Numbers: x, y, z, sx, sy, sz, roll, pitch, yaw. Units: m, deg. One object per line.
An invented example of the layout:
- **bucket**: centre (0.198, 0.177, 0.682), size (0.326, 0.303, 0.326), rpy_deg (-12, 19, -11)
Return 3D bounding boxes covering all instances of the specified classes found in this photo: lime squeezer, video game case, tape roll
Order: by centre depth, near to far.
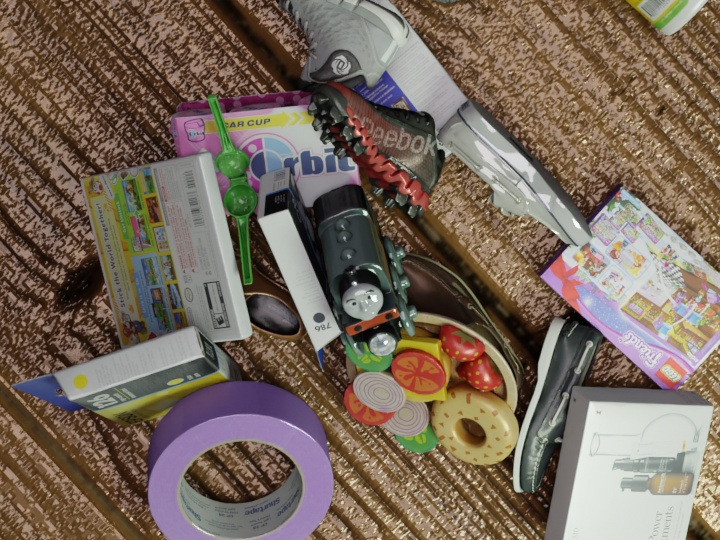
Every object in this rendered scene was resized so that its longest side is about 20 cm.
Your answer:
- **lime squeezer**: centre (-0.135, -0.091, 1.473), size (0.038, 0.071, 0.201), rpy_deg (-2, 108, 20)
- **video game case**: centre (-0.211, -0.017, 1.529), size (0.182, 0.023, 0.201), rpy_deg (-8, 99, 35)
- **tape roll**: centre (-0.131, 0.220, 1.537), size (0.199, 0.066, 0.201), rpy_deg (-4, 120, -7)

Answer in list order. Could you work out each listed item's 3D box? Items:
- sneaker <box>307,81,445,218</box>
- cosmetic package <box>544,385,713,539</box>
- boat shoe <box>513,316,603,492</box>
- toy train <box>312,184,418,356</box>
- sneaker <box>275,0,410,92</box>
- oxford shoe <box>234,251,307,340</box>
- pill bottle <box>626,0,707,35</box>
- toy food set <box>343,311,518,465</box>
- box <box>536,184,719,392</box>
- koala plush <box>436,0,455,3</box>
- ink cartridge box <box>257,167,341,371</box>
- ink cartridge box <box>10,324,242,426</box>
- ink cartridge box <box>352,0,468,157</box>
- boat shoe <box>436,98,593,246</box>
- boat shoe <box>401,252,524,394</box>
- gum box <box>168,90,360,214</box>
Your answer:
- **sneaker**: centre (0.023, -0.143, 1.468), size (0.098, 0.071, 0.200), rpy_deg (-55, 131, -10)
- **cosmetic package**: centre (0.290, 0.229, 1.540), size (0.150, 0.052, 0.201), rpy_deg (4, 105, -15)
- **boat shoe**: centre (0.216, 0.154, 1.552), size (0.060, 0.076, 0.201), rpy_deg (15, 100, 18)
- **toy train**: centre (0.000, 0.000, 1.461), size (0.085, 0.200, 0.114), rpy_deg (-22, 125, 9)
- **sneaker**: centre (-0.057, -0.253, 1.496), size (0.200, 0.075, 0.116), rpy_deg (29, 91, 16)
- **oxford shoe**: centre (-0.144, 0.018, 1.558), size (0.199, 0.071, 0.072), rpy_deg (24, 97, 1)
- **pill bottle**: centre (0.289, -0.354, 1.494), size (0.200, 0.111, 0.111), rpy_deg (41, 95, -2)
- **toy food set**: centre (0.072, 0.126, 1.528), size (0.197, 0.049, 0.200), rpy_deg (5, 131, 20)
- **box**: centre (0.314, 0.021, 1.562), size (0.200, 0.039, 0.137), rpy_deg (43, 94, -3)
- **koala plush**: centre (0.076, -0.366, 1.453), size (0.184, 0.200, 0.178), rpy_deg (37, 94, -2)
- **ink cartridge box**: centre (-0.057, -0.001, 1.503), size (0.039, 0.100, 0.200), rpy_deg (-17, 120, 7)
- **ink cartridge box**: centre (-0.241, 0.124, 1.506), size (0.199, 0.198, 0.047), rpy_deg (-20, 75, 2)
- **ink cartridge box**: centre (0.041, -0.208, 1.551), size (0.095, 0.037, 0.200), rpy_deg (-38, 96, 5)
- **boat shoe**: centre (0.164, -0.092, 1.519), size (0.200, 0.072, 0.066), rpy_deg (45, 108, -8)
- **boat shoe**: centre (0.107, 0.059, 1.552), size (0.202, 0.075, 0.075), rpy_deg (43, 94, -2)
- **gum box**: centre (-0.103, -0.128, 1.530), size (0.199, 0.066, 0.114), rpy_deg (-6, 112, 1)
